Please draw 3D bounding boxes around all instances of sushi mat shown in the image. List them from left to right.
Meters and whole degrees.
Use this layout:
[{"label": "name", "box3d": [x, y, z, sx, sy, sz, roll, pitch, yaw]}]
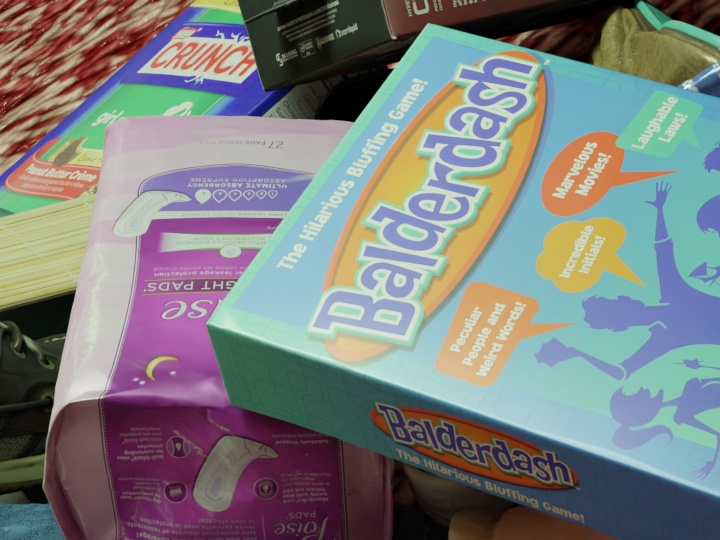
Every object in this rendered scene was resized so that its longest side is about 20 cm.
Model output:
[{"label": "sushi mat", "box3d": [-0.137, -0.008, 1.061, 0.199, 0.012, 0.095, -16, 23, -28]}]

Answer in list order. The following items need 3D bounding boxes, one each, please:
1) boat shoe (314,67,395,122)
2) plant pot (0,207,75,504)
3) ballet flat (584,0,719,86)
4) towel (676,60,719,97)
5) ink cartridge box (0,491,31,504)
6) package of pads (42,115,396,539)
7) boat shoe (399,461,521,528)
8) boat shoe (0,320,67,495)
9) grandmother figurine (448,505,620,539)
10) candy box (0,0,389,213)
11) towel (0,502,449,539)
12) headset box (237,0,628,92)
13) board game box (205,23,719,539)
[{"label": "boat shoe", "box3d": [0.036, -0.060, 1.120, 0.075, 0.062, 0.200, -53, 22, -12]}, {"label": "plant pot", "box3d": [-0.188, 0.056, 1.144, 0.199, 0.142, 0.142, 4, 45, 38]}, {"label": "ballet flat", "box3d": [0.127, -0.069, 1.048, 0.073, 0.068, 0.200, -56, 15, 6]}, {"label": "towel", "box3d": [0.158, -0.059, 0.943, 0.199, 0.145, 0.024, -31, 65, 5]}, {"label": "ink cartridge box", "box3d": [-0.238, 0.126, 1.052, 0.200, 0.117, 0.067, -42, -10, 30]}, {"label": "package of pads", "box3d": [-0.046, 0.018, 0.918, 0.119, 0.076, 0.201, -1, 35, 3]}, {"label": "boat shoe", "box3d": [0.094, 0.015, 0.865, 0.073, 0.067, 0.200, 42, 89, 19]}, {"label": "boat shoe", "box3d": [-0.148, 0.049, 0.961, 0.073, 0.065, 0.199, 16, 26, 40]}, {"label": "grandmother figurine", "box3d": [0.125, 0.092, 0.796, 0.199, 0.060, 0.122, -9, 79, 30]}, {"label": "candy box", "box3d": [-0.092, -0.048, 1.263, 0.200, 0.077, 0.169, -42, 27, -18]}, {"label": "towel", "box3d": [-0.058, 0.115, 0.888, 0.198, 0.049, 0.112, -1, 21, 6]}, {"label": "headset box", "box3d": [0.043, -0.143, 1.141, 0.199, 0.078, 0.149, -16, 2, -26]}, {"label": "board game box", "box3d": [0.073, 0.005, 0.799, 0.199, 0.045, 0.152, 16, 54, 27]}]
